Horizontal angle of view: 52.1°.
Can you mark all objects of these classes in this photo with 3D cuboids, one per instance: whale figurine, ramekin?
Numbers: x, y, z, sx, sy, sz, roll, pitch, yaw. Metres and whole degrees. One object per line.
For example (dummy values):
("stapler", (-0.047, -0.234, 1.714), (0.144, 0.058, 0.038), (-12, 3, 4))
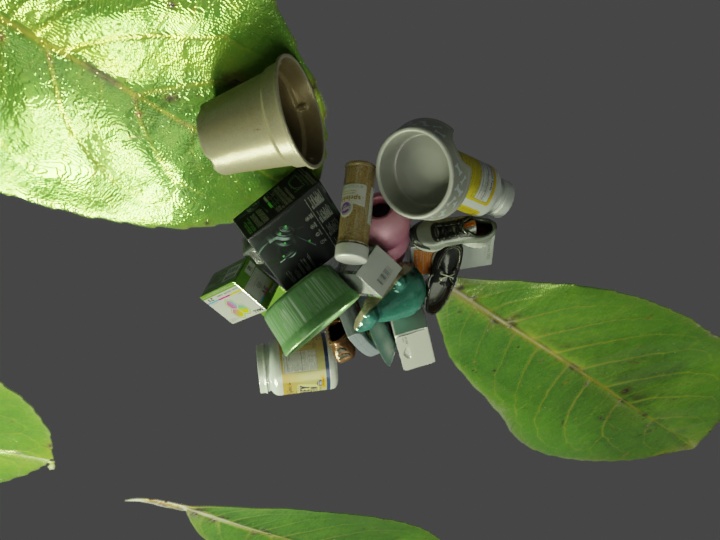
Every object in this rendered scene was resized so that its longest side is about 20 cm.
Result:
("whale figurine", (0.069, 0.071, 1.602), (0.103, 0.200, 0.160), (40, 138, 8))
("ramekin", (-0.107, 0.078, 1.539), (0.199, 0.098, 0.200), (-39, 176, -3))

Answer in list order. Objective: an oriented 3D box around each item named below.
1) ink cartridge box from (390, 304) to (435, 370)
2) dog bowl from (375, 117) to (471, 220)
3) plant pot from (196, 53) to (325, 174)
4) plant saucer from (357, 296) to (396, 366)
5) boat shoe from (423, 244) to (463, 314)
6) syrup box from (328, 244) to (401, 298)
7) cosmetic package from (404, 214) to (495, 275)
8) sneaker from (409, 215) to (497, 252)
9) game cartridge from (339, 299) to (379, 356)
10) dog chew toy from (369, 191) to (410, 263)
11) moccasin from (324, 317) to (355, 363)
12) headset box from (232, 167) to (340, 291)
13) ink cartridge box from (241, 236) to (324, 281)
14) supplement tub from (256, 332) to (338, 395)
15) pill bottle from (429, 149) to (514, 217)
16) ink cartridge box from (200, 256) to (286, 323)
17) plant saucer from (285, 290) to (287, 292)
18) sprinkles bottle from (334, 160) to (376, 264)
("ink cartridge box", (0.112, 0.111, 1.750), (0.081, 0.202, 0.148), (-15, 139, 3))
("dog bowl", (0.116, -0.192, 1.435), (0.058, 0.201, 0.201), (-23, 158, -53))
("plant pot", (-0.184, -0.259, 1.313), (0.180, 0.203, 0.201), (-12, 139, 18))
("plant saucer", (0.046, 0.127, 1.754), (0.038, 0.203, 0.202), (-24, 137, 6))
("boat shoe", (0.185, 0.016, 1.663), (0.073, 0.061, 0.202), (10, 132, -16))
("syrup box", (0.000, 0.000, 1.582), (0.081, 0.199, 0.079), (41, 76, -18))
("cosmetic package", (0.202, -0.057, 1.690), (0.196, 0.072, 0.102), (-10, 138, -4))
("sneaker", (0.198, -0.087, 1.567), (0.196, 0.075, 0.079), (-5, 165, -15))
("game cartridge", (0.000, 0.132, 1.738), (0.040, 0.135, 0.200), (-23, 158, 11))
("dog chew toy", (0.053, -0.077, 1.604), (0.122, 0.126, 0.201), (-13, 146, 1))
("moccasin", (-0.051, 0.144, 1.763), (0.073, 0.202, 0.079), (-21, 110, 12))
("headset box", (-0.139, -0.080, 1.511), (0.199, 0.093, 0.175), (-39, 132, -5))
("ink cartridge box", (-0.160, -0.031, 1.648), (0.108, 0.051, 0.200), (-32, 135, 20))
("supplement tub", (-0.161, 0.237, 1.862), (0.196, 0.146, 0.146), (-6, 138, -7))
("pill bottle", (0.223, -0.178, 1.535), (0.197, 0.113, 0.112), (19, 130, -29))
("ink cartridge box", (-0.235, 0.077, 1.653), (0.200, 0.076, 0.147), (43, 140, -23))
("plant saucer", (-0.098, 0.070, 1.732), (0.197, 0.036, 0.201), (-20, 156, -9))
("sprinkles bottle", (-0.009, -0.116, 1.480), (0.067, 0.204, 0.068), (5, 165, 2))
